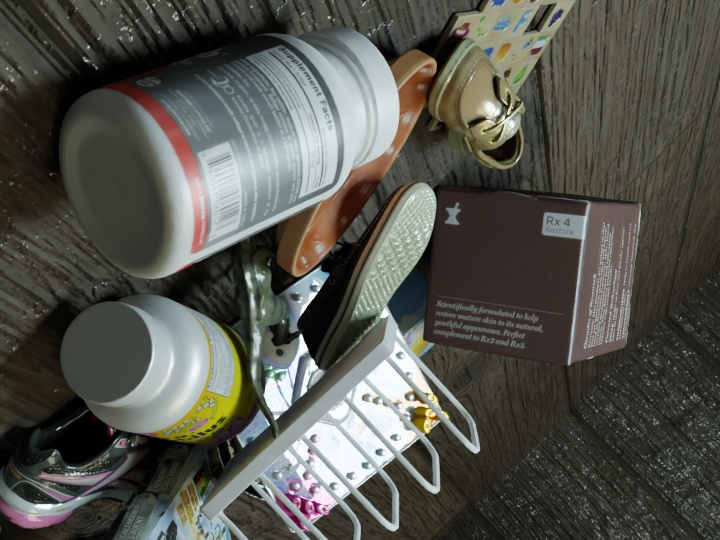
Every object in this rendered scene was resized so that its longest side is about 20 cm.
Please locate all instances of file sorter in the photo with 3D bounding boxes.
[{"bbox_3d":[-0.010,0.157,1.028,0.200,0.125,0.139,-44,-177,6],"label":"file sorter"}]

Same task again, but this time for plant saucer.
[{"bbox_3d":[-0.007,-0.086,0.962,0.200,0.032,0.200,-55,173,-10],"label":"plant saucer"}]

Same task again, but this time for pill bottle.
[{"bbox_3d":[-0.075,-0.082,0.769,0.200,0.116,0.116,-28,155,-40],"label":"pill bottle"},{"bbox_3d":[-0.152,0.077,0.953,0.104,0.104,0.200,-46,160,2],"label":"pill bottle"}]

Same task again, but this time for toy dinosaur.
[{"bbox_3d":[-0.079,0.028,0.990,0.047,0.200,0.088,-6,-177,7],"label":"toy dinosaur"}]

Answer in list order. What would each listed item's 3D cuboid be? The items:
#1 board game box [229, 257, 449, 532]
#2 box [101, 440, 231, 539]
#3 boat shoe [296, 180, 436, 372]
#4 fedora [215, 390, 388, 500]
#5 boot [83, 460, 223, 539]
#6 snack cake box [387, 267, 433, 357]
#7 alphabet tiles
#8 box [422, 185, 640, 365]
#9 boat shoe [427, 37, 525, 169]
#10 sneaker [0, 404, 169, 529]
[{"bbox_3d":[-0.030,0.110,1.157,0.200,0.200,0.026,-35,-165,-28],"label":"board game box"},{"bbox_3d":[-0.160,0.262,1.049,0.137,0.040,0.200,-59,151,-44],"label":"box"},{"bbox_3d":[0.000,0.000,1.076,0.075,0.062,0.200,-9,136,-48],"label":"boat shoe"},{"bbox_3d":[-0.040,0.157,1.226,0.200,0.092,0.201,-7,107,-25],"label":"fedora"},{"bbox_3d":[-0.203,0.261,1.297,0.174,0.069,0.200,-42,168,-18],"label":"boot"},{"bbox_3d":[0.002,0.092,1.354,0.200,0.067,0.115,-41,161,-11],"label":"snack cake box"},{"bbox_3d":[0.117,-0.194,1.097,0.200,0.008,0.167,-21,150,-49],"label":"alphabet tiles"},{"bbox_3d":[0.185,-0.001,1.306,0.200,0.166,0.165,-5,102,-61],"label":"box"},{"bbox_3d":[0.109,-0.139,1.065,0.074,0.066,0.200,-57,164,-1],"label":"boat shoe"},{"bbox_3d":[-0.206,0.146,1.023,0.200,0.080,0.086,-22,149,-51],"label":"sneaker"}]
